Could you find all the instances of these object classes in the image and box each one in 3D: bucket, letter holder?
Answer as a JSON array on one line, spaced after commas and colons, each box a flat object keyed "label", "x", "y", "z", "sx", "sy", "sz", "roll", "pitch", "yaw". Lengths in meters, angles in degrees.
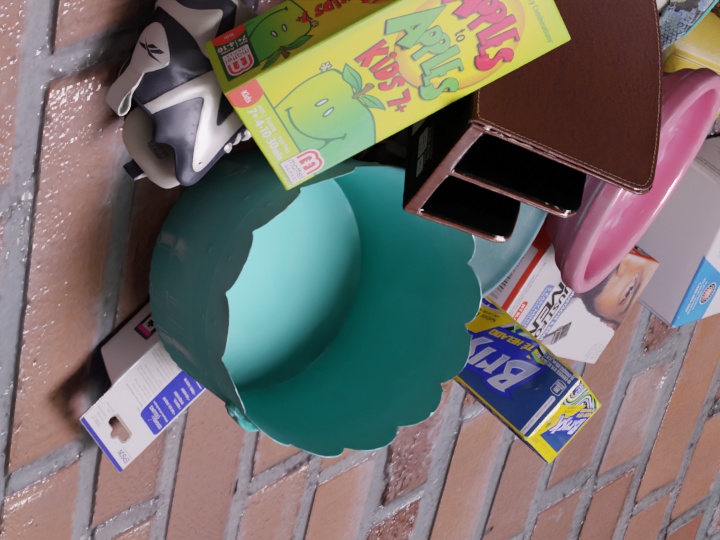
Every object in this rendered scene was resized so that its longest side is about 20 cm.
[{"label": "bucket", "x": -0.035, "y": 0.016, "z": 1.611, "sx": 0.206, "sy": 0.135, "sz": 0.209, "roll": -9, "pitch": 107, "yaw": -31}, {"label": "letter holder", "x": 0.116, "y": -0.121, "z": 1.576, "sx": 0.141, "sy": 0.201, "sz": 0.101, "roll": 19, "pitch": 140, "yaw": -18}]

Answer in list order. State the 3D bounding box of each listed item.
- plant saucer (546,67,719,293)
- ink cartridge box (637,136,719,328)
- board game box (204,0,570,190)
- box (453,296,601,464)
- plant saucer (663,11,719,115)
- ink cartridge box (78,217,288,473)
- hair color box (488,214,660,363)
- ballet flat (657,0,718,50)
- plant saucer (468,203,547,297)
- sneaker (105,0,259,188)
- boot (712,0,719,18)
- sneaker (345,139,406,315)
[{"label": "plant saucer", "x": 0.207, "y": -0.077, "z": 1.856, "sx": 0.201, "sy": 0.051, "sz": 0.201, "roll": -50, "pitch": 166, "yaw": -18}, {"label": "ink cartridge box", "x": 0.339, "y": -0.044, "z": 2.172, "sx": 0.199, "sy": 0.086, "sz": 0.147, "roll": -15, "pitch": 136, "yaw": -47}, {"label": "board game box", "x": 0.018, "y": -0.138, "z": 1.449, "sx": 0.199, "sy": 0.048, "sz": 0.102, "roll": -28, "pitch": 140, "yaw": 5}, {"label": "box", "x": 0.087, "y": 0.055, "z": 1.822, "sx": 0.064, "sy": 0.200, "sz": 0.070, "roll": -48, "pitch": 151, "yaw": -2}, {"label": "plant saucer", "x": 0.233, "y": -0.125, "z": 1.975, "sx": 0.199, "sy": 0.048, "sz": 0.201, "roll": 10, "pitch": 115, "yaw": -56}, {"label": "ink cartridge box", "x": -0.121, "y": 0.047, "z": 1.697, "sx": 0.200, "sy": 0.037, "sz": 0.095, "roll": -46, "pitch": 151, "yaw": -12}, {"label": "hair color box", "x": 0.162, "y": 0.010, "z": 2.014, "sx": 0.111, "sy": 0.064, "sz": 0.200, "roll": -58, "pitch": 151, "yaw": 12}, {"label": "ballet flat", "x": 0.214, "y": -0.197, "z": 1.800, "sx": 0.074, "sy": 0.074, "sz": 0.200, "roll": -25, "pitch": 163, "yaw": -37}, {"label": "plant saucer", "x": 0.092, "y": -0.075, "z": 1.725, "sx": 0.200, "sy": 0.036, "sz": 0.201, "roll": -43, "pitch": 146, "yaw": -40}, {"label": "sneaker", "x": -0.092, "y": -0.100, "z": 1.528, "sx": 0.130, "sy": 0.079, "sz": 0.199, "roll": -48, "pitch": 152, "yaw": 3}, {"label": "boot", "x": 0.326, "y": -0.259, "z": 1.929, "sx": 0.107, "sy": 0.075, "sz": 0.200, "roll": -49, "pitch": 150, "yaw": -13}, {"label": "sneaker", "x": 0.000, "y": 0.000, "z": 1.747, "sx": 0.095, "sy": 0.079, "sz": 0.201, "roll": -42, "pitch": 153, "yaw": -50}]
